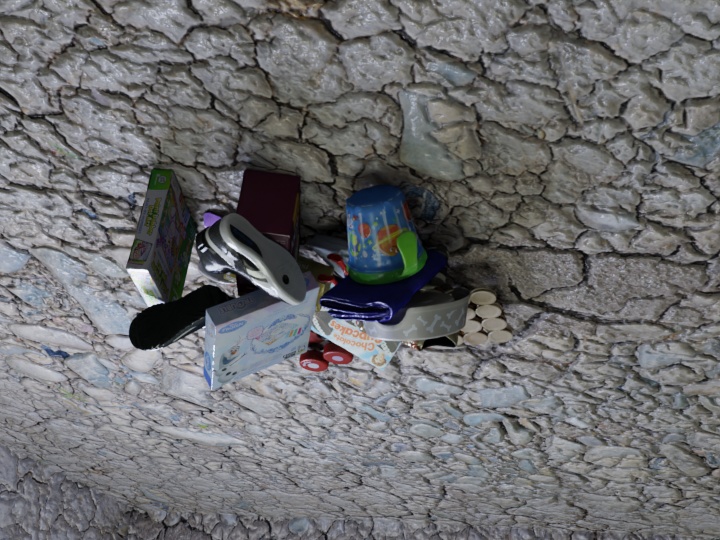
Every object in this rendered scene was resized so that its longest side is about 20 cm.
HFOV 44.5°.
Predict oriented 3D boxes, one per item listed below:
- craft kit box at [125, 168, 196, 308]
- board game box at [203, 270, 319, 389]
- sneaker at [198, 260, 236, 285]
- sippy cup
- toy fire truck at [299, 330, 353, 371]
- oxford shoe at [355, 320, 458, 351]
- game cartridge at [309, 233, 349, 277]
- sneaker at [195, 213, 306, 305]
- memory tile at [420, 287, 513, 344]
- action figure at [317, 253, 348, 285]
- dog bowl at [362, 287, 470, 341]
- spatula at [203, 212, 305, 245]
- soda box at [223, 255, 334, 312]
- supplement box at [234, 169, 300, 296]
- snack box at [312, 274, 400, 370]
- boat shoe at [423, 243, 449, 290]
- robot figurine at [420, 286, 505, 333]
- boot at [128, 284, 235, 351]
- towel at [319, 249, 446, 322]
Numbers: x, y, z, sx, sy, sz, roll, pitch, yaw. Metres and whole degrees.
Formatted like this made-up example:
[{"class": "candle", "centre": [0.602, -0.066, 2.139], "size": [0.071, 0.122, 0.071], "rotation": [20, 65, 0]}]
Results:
[{"class": "craft kit box", "centre": [-0.349, -0.040, 1.562], "size": [0.048, 0.201, 0.201], "rotation": [6, 152, 7]}, {"class": "board game box", "centre": [-0.176, 0.106, 1.540], "size": [0.197, 0.044, 0.200], "rotation": [-20, 149, -26]}, {"class": "sneaker", "centre": [-0.225, 0.022, 1.760], "size": [0.196, 0.079, 0.113], "rotation": [9, 151, 1]}, {"class": "sippy cup", "centre": [0.033, -0.065, 1.449], "size": [0.175, 0.140, 0.132], "rotation": [2, 116, 31]}, {"class": "toy fire truck", "centre": [-0.103, 0.125, 1.867], "size": [0.167, 0.114, 0.198], "rotation": [28, 146, -33]}, {"class": "oxford shoe", "centre": [0.090, 0.109, 1.631], "size": [0.196, 0.076, 0.071], "rotation": [0, 146, -9]}, {"class": "game cartridge", "centre": [0.000, 0.000, 1.640], "size": [0.132, 0.041, 0.200], "rotation": [11, 156, 48]}, {"class": "sneaker", "centre": [-0.184, -0.009, 1.429], "size": [0.111, 0.074, 0.200], "rotation": [-18, 129, 36]}, {"class": "memory tile", "centre": [0.204, 0.089, 1.693], "size": [0.151, 0.017, 0.201], "rotation": [-6, 146, 19]}, {"class": "action figure", "centre": [-0.033, 0.036, 1.635], "size": [0.098, 0.066, 0.200], "rotation": [13, 158, 36]}, {"class": "dog bowl", "centre": [0.093, 0.073, 1.516], "size": [0.196, 0.060, 0.200], "rotation": [-6, -171, 1]}, {"class": "spatula", "centre": [-0.198, -0.073, 1.640], "size": [0.196, 0.021, 0.057], "rotation": [9, 146, -1]}, {"class": "soda box", "centre": [-0.153, 0.005, 1.660], "size": [0.197, 0.064, 0.069], "rotation": [19, 124, 6]}, {"class": "supplement box", "centre": [-0.160, -0.057, 1.525], "size": [0.101, 0.133, 0.201], "rotation": [7, 146, 1]}, {"class": "snack box", "centre": [-0.009, 0.102, 1.760], "size": [0.198, 0.037, 0.117], "rotation": [30, 114, -5]}, {"class": "boat shoe", "centre": [0.112, -0.003, 1.627], "size": [0.071, 0.069, 0.200], "rotation": [14, 168, -15]}, {"class": "robot figurine", "centre": [0.179, 0.077, 1.751], "size": [0.197, 0.059, 0.145], "rotation": [21, 149, -21]}, {"class": "boot", "centre": [-0.285, 0.098, 1.559], "size": [0.198, 0.078, 0.168], "rotation": [-26, 156, 15]}, {"class": "towel", "centre": [0.042, 0.025, 1.471], "size": [0.146, 0.200, 0.050], "rotation": [5, 119, 34]}]
